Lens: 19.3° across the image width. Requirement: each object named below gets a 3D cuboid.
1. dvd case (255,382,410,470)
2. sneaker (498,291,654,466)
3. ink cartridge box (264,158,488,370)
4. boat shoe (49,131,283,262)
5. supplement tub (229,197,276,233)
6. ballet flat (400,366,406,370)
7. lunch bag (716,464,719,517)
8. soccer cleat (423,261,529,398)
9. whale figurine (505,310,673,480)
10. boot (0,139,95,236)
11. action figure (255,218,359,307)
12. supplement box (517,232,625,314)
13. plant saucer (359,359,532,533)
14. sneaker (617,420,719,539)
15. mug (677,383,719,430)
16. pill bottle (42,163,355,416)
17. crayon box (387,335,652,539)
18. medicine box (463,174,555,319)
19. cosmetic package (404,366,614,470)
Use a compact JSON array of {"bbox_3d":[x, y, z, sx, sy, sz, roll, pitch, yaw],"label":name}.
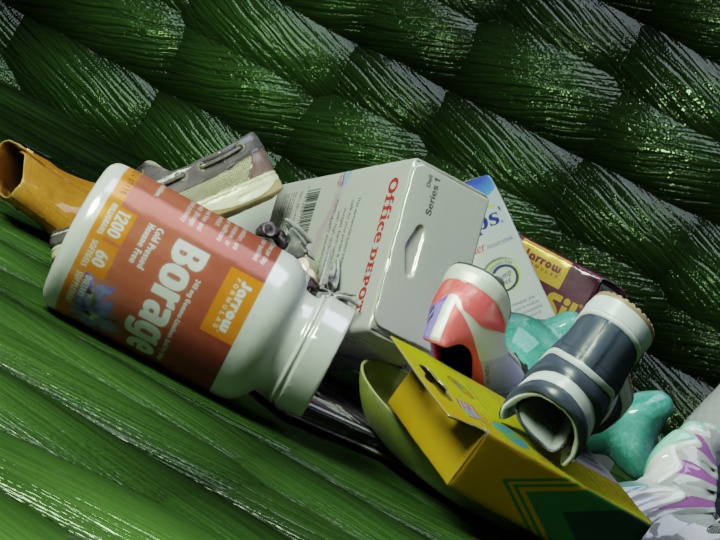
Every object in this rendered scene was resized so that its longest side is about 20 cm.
[{"bbox_3d":[-0.049,0.096,1.658,0.148,0.016,0.200,27,2,-37],"label":"dvd case"},{"bbox_3d":[0.149,0.098,1.534,0.070,0.109,0.200,34,-21,12],"label":"sneaker"},{"bbox_3d":[0.000,0.000,1.717,0.084,0.146,0.199,25,-18,-31],"label":"ink cartridge box"},{"bbox_3d":[-0.163,-0.058,1.727,0.072,0.199,0.065,138,-69,-77],"label":"boat shoe"},{"bbox_3d":[-0.057,0.006,1.921,0.140,0.141,0.200,30,3,34],"label":"supplement tub"},{"bbox_3d":[0.046,0.065,1.882,0.057,0.066,0.201,-12,-64,45],"label":"ballet flat"},{"bbox_3d":[0.369,0.223,1.819,0.127,0.170,0.200,32,4,40],"label":"lunch bag"},{"bbox_3d":[0.087,0.078,1.617,0.068,0.073,0.201,20,-30,27],"label":"soccer cleat"},{"bbox_3d":[0.156,0.109,1.756,0.199,0.160,0.104,19,-5,11],"label":"whale figurine"},{"bbox_3d":[-0.266,-0.073,1.899,0.144,0.071,0.201,38,7,-22],"label":"boot"},{"bbox_3d":[-0.096,0.014,1.631,0.198,0.070,0.130,9,37,14],"label":"action figure"},{"bbox_3d":[0.158,0.075,2.138,0.130,0.201,0.103,27,1,23],"label":"supplement box"},{"bbox_3d":[0.073,0.140,1.621,0.199,0.031,0.200,35,9,-7],"label":"plant saucer"},{"bbox_3d":[0.271,0.206,1.681,0.139,0.078,0.200,34,43,23],"label":"sneaker"},{"bbox_3d":[0.351,0.207,1.978,0.147,0.175,0.201,37,-26,26],"label":"mug"},{"bbox_3d":[-0.110,0.018,1.471,0.199,0.113,0.112,28,3,-2],"label":"pill bottle"},{"bbox_3d":[0.102,0.132,1.522,0.199,0.051,0.127,31,11,-29],"label":"crayon box"},{"bbox_3d":[0.115,0.040,1.995,0.182,0.102,0.201,79,-12,-73],"label":"medicine box"},{"bbox_3d":[0.125,0.140,1.859,0.199,0.083,0.051,27,3,-15],"label":"cosmetic package"}]
